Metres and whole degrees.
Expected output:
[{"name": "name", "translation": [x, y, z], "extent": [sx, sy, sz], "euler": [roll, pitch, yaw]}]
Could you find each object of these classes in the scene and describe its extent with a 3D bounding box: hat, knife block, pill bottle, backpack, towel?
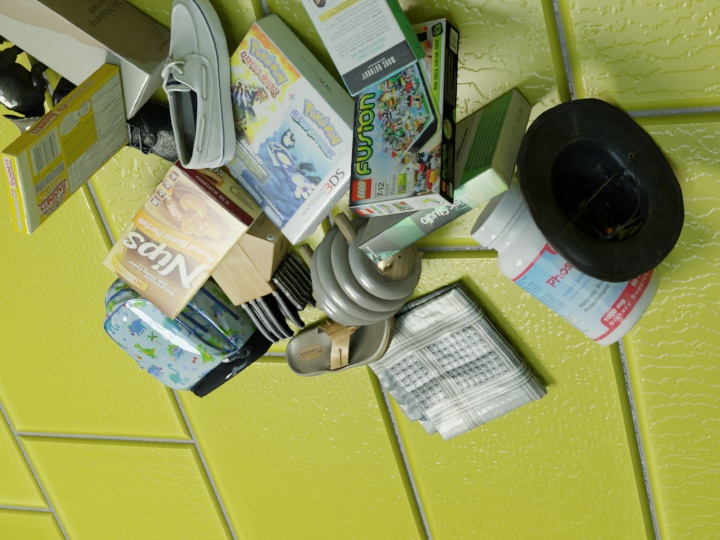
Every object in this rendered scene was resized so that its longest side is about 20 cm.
[{"name": "hat", "translation": [0.240, -0.078, 1.468], "extent": [0.200, 0.201, 0.081], "euler": [40, 158, -9]}, {"name": "knife block", "translation": [-0.149, -0.002, 1.753], "extent": [0.199, 0.064, 0.176], "euler": [20, 130, 10]}, {"name": "pill bottle", "translation": [0.225, -0.013, 1.543], "extent": [0.200, 0.109, 0.109], "euler": [35, 132, -5]}, {"name": "backpack", "translation": [-0.238, 0.069, 1.813], "extent": [0.200, 0.154, 0.163], "euler": [54, 136, -2]}, {"name": "towel", "translation": [0.105, 0.121, 1.753], "extent": [0.200, 0.035, 0.193], "euler": [-26, 112, 38]}]

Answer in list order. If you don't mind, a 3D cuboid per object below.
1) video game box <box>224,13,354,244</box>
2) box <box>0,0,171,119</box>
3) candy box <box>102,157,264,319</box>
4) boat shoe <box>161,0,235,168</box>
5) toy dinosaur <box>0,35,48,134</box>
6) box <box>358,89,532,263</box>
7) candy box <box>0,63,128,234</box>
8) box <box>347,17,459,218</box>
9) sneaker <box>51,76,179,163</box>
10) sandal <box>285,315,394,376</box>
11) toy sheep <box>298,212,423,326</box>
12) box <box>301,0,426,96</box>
[{"name": "video game box", "translation": [-0.086, -0.158, 1.583], "extent": [0.200, 0.047, 0.182], "euler": [48, 129, 7]}, {"name": "box", "translation": [-0.318, -0.275, 1.601], "extent": [0.200, 0.095, 0.078], "euler": [32, 132, -4]}, {"name": "candy box", "translation": [-0.215, -0.043, 1.672], "extent": [0.115, 0.055, 0.200], "euler": [40, 128, -4]}, {"name": "boat shoe", "translation": [-0.189, -0.214, 1.561], "extent": [0.073, 0.065, 0.201], "euler": [-7, 96, 46]}, {"name": "toy dinosaur", "translation": [-0.430, -0.235, 1.676], "extent": [0.077, 0.102, 0.200], "euler": [-30, 110, 38]}, {"name": "box", "translation": [0.093, -0.101, 1.512], "extent": [0.036, 0.145, 0.200], "euler": [42, 132, -20]}, {"name": "candy box", "translation": [-0.319, -0.136, 1.514], "extent": [0.026, 0.200, 0.103], "euler": [17, 131, 17]}, {"name": "box", "translation": [0.047, -0.160, 1.465], "extent": [0.110, 0.201, 0.035], "euler": [-8, 159, 29]}, {"name": "sneaker", "translation": [-0.283, -0.166, 1.657], "extent": [0.199, 0.114, 0.076], "euler": [32, 134, -4]}, {"name": "sandal", "translation": [-0.033, 0.090, 1.759], "extent": [0.200, 0.054, 0.081], "euler": [-24, 76, 40]}, {"name": "toy sheep", "translation": [0.000, 0.000, 1.649], "extent": [0.138, 0.138, 0.200], "euler": [40, 146, -8]}, {"name": "box", "translation": [-0.016, -0.289, 1.434], "extent": [0.082, 0.049, 0.201], "euler": [-26, 96, 21]}]
